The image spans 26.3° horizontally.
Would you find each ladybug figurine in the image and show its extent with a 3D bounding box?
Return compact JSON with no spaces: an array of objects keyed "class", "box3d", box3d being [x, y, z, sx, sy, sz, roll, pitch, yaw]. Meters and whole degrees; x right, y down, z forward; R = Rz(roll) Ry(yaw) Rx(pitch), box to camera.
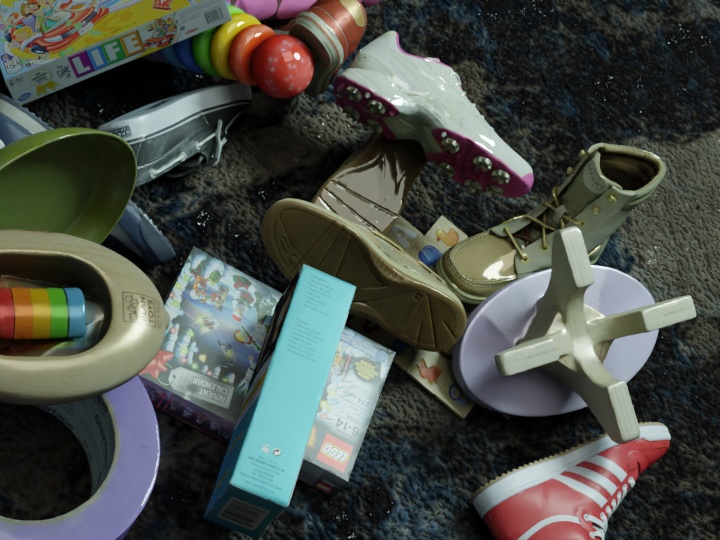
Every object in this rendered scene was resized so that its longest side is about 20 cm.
[{"class":"ladybug figurine","box3d":[-0.237,0.040,1.119,0.198,0.072,0.137,5,59,-21]}]

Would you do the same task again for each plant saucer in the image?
[{"class":"plant saucer","box3d":[-0.261,-0.041,1.186,0.199,0.201,0.031,-28,65,-35]}]

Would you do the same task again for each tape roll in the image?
[{"class":"tape roll","box3d":[-0.255,0.139,1.148,0.198,0.085,0.201,11,57,-18]}]

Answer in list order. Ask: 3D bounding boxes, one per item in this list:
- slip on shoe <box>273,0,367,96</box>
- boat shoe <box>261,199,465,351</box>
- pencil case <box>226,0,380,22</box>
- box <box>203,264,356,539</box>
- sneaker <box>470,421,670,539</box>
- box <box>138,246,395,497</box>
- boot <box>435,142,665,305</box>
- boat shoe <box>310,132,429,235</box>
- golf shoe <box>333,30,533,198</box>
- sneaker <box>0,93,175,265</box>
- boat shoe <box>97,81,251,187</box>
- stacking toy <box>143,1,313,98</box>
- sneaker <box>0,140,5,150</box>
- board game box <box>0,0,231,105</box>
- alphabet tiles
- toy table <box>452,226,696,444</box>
[{"class":"slip on shoe","box3d":[-0.038,-0.206,1.397,0.061,0.200,0.074,-42,96,-13]},{"class":"boat shoe","box3d":[0.000,0.000,1.331,0.199,0.071,0.065,34,17,-16]},{"class":"pencil case","box3d":[-0.072,-0.292,1.498,0.199,0.090,0.094,-15,103,-33]},{"class":"box","box3d":[-0.062,0.102,1.211,0.049,0.082,0.201,23,57,-9]},{"class":"sneaker","box3d":[0.202,0.207,1.322,0.199,0.071,0.113,-18,65,-24]},{"class":"box","box3d":[-0.082,0.084,1.289,0.199,0.040,0.138,27,54,-7]},{"class":"boot","box3d":[0.173,-0.044,1.404,0.199,0.155,0.072,-14,65,-35]},{"class":"boat shoe","box3d":[0.010,-0.075,1.415,0.071,0.065,0.200,42,69,-3]},{"class":"golf shoe","box3d":[0.077,-0.142,1.377,0.199,0.075,0.092,32,64,-2]},{"class":"sneaker","box3d":[-0.249,-0.056,1.296,0.200,0.070,0.082,40,81,-3]},{"class":"boat shoe","box3d":[-0.153,-0.119,1.355,0.199,0.073,0.069,-38,115,-62]},{"class":"stacking toy","box3d":[-0.120,-0.201,1.362,0.085,0.086,0.199,-29,41,-35]},{"class":"sneaker","box3d":[-0.321,-0.059,1.178,0.077,0.200,0.092,33,65,1]},{"class":"board game box","box3d":[-0.226,-0.233,1.347,0.199,0.034,0.135,-23,50,-5]},{"class":"alphabet tiles","box3d":[0.083,0.040,1.412,0.200,0.006,0.167,40,53,2]},{"class":"toy table","box3d":[0.188,0.057,1.340,0.199,0.117,0.185,-28,93,-16]}]
